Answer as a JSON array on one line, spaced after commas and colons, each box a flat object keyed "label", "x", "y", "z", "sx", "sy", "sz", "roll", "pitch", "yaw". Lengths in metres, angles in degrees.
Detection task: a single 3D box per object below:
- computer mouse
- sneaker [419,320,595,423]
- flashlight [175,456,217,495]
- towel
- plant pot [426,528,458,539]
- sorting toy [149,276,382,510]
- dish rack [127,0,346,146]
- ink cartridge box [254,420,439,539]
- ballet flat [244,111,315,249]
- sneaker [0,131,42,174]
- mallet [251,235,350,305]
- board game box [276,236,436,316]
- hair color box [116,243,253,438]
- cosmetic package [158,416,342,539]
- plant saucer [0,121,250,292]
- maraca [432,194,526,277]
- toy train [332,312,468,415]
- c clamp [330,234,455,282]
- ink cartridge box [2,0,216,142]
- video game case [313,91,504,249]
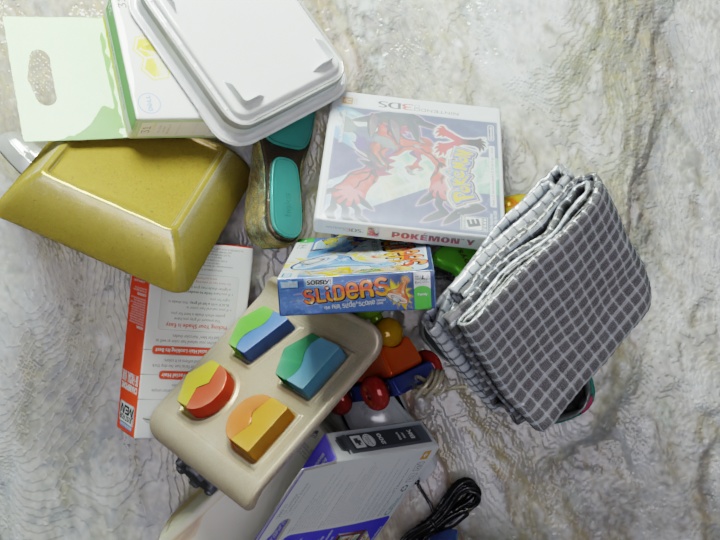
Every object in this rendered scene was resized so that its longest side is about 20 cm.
[{"label": "computer mouse", "x": 0.040, "y": 0.199, "z": 1.096, "sx": 0.109, "sy": 0.044, "sz": 0.200, "roll": -34, "pitch": 92, "yaw": 2}, {"label": "sneaker", "x": 0.156, "y": 0.097, "z": 1.054, "sx": 0.199, "sy": 0.121, "sz": 0.084, "roll": 24, "pitch": 92, "yaw": -2}, {"label": "flashlight", "x": -0.106, "y": 0.136, "z": 1.045, "sx": 0.200, "sy": 0.068, "sz": 0.068, "roll": -51, "pitch": 126, "yaw": -23}, {"label": "towel", "x": 0.168, "y": 0.030, "z": 0.929, "sx": 0.200, "sy": 0.085, "sz": 0.166, "roll": -47, "pitch": 130, "yaw": -12}, {"label": "plant pot", "x": 0.119, "y": 0.385, "z": 1.023, "sx": 0.179, "sy": 0.200, "sz": 0.201, "roll": 18, "pitch": 102, "yaw": 6}, {"label": "sorting toy", "x": -0.097, "y": 0.104, "z": 0.969, "sx": 0.200, "sy": 0.185, "sz": 0.036, "roll": -52, "pitch": 132, "yaw": -14}, {"label": "dish rack", "x": -0.117, "y": -0.239, "z": 1.033, "sx": 0.171, "sy": 0.044, "sz": 0.200, "roll": -33, "pitch": 84, "yaw": -29}, {"label": "ink cartridge box", "x": -0.040, "y": 0.236, "z": 1.002, "sx": 0.043, "sy": 0.200, "sz": 0.198, "roll": 47, "pitch": 118, "yaw": 31}, {"label": "ballet flat", "x": -0.090, "y": -0.118, "z": 1.070, "sx": 0.070, "sy": 0.071, "sz": 0.201, "roll": 3, "pitch": 75, "yaw": -1}, {"label": "sneaker", "x": -0.280, "y": -0.094, "z": 1.073, "sx": 0.200, "sy": 0.073, "sz": 0.085, "roll": 38, "pitch": 89, "yaw": -13}, {"label": "mallet", "x": -0.038, "y": -0.028, "z": 1.072, "sx": 0.200, "sy": 0.041, "sz": 0.066, "roll": -32, "pitch": 89, "yaw": 4}, {"label": "board game box", "x": 0.000, "y": 0.000, "z": 0.957, "sx": 0.135, "sy": 0.200, "sz": 0.035, "roll": -3, "pitch": 101, "yaw": 2}, {"label": "hair color box", "x": -0.181, "y": 0.069, "z": 1.059, "sx": 0.111, "sy": 0.064, "sz": 0.201, "roll": 6, "pitch": 91, "yaw": -31}, {"label": "cosmetic package", "x": -0.107, "y": 0.225, "z": 1.066, "sx": 0.200, "sy": 0.105, "sz": 0.071, "roll": -42, "pitch": 94, "yaw": -1}, {"label": "plant saucer", "x": -0.223, "y": -0.093, "z": 1.016, "sx": 0.199, "sy": 0.200, "sz": 0.049, "roll": 24, "pitch": 135, "yaw": -2}, {"label": "maraca", "x": 0.156, "y": -0.013, "z": 1.035, "sx": 0.199, "sy": 0.107, "sz": 0.137, "roll": -16, "pitch": 62, "yaw": -39}, {"label": "toy train", "x": 0.026, "y": 0.066, "z": 0.978, "sx": 0.084, "sy": 0.200, "sz": 0.116, "roll": -23, "pitch": 92, "yaw": -33}, {"label": "c clamp", "x": 0.042, "y": -0.024, "z": 1.100, "sx": 0.199, "sy": 0.027, "sz": 0.172, "roll": -1, "pitch": 87, "yaw": 1}, {"label": "ink cartridge box", "x": -0.237, "y": -0.201, "z": 1.015, "sx": 0.199, "sy": 0.048, "sz": 0.146, "roll": -5, "pitch": 70, "yaw": -29}, {"label": "video game case", "x": 0.052, "y": -0.105, "z": 1.029, "sx": 0.181, "sy": 0.201, "sz": 0.023, "roll": 6, "pitch": 137, "yaw": -1}]
